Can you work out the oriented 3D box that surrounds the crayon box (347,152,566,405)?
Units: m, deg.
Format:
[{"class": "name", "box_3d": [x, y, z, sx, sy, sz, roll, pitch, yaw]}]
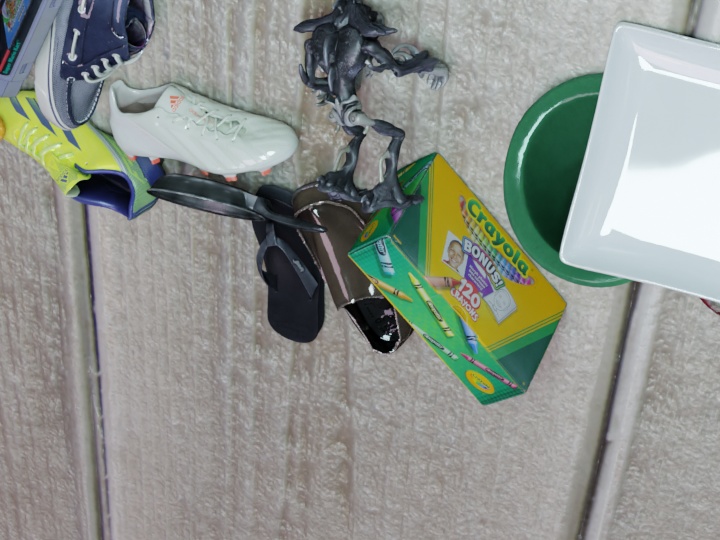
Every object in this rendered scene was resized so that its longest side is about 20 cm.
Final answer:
[{"class": "crayon box", "box_3d": [0.090, 0.009, 1.769, 0.058, 0.119, 0.200, -23, 117, 43]}]

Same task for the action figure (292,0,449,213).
[{"class": "action figure", "box_3d": [0.005, -0.156, 1.676, 0.118, 0.102, 0.201, 7, 108, 36]}]

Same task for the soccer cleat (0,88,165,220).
[{"class": "soccer cleat", "box_3d": [-0.285, -0.113, 1.899, 0.200, 0.084, 0.065, 26, 140, 7]}]

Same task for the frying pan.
[{"class": "frying pan", "box_3d": [-0.123, -0.065, 1.804, 0.115, 0.031, 0.190, 16, 174, -33]}]

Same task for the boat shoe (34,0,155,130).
[{"class": "boat shoe", "box_3d": [-0.239, -0.197, 1.783, 0.093, 0.075, 0.201, 28, 137, 21]}]

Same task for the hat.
[{"class": "hat", "box_3d": [0.226, -0.062, 1.691, 0.165, 0.176, 0.201, 2, 91, 21]}]

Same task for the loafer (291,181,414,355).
[{"class": "loafer", "box_3d": [0.000, 0.000, 1.841, 0.073, 0.071, 0.200, -21, 123, 23]}]

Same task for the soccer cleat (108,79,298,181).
[{"class": "soccer cleat", "box_3d": [-0.151, -0.133, 1.814, 0.199, 0.069, 0.078, 8, 132, 28]}]

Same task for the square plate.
[{"class": "square plate", "box_3d": [0.276, -0.080, 1.563, 0.197, 0.028, 0.201, 15, 96, 16]}]

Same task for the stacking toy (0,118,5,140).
[{"class": "stacking toy", "box_3d": [-0.427, -0.141, 1.928, 0.199, 0.110, 0.116, 6, 134, 32]}]

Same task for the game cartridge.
[{"class": "game cartridge", "box_3d": [-0.300, -0.259, 1.738, 0.038, 0.130, 0.200, 5, 146, -25]}]

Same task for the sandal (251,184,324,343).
[{"class": "sandal", "box_3d": [-0.068, 0.002, 1.914, 0.076, 0.043, 0.201, 12, 136, 21]}]
